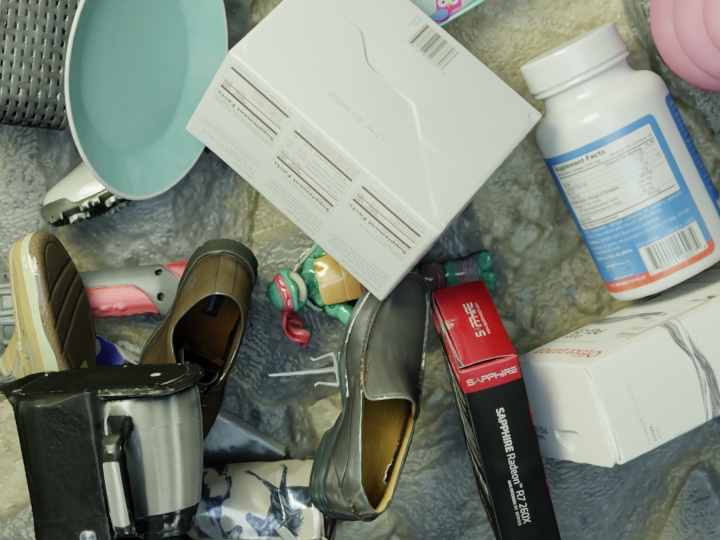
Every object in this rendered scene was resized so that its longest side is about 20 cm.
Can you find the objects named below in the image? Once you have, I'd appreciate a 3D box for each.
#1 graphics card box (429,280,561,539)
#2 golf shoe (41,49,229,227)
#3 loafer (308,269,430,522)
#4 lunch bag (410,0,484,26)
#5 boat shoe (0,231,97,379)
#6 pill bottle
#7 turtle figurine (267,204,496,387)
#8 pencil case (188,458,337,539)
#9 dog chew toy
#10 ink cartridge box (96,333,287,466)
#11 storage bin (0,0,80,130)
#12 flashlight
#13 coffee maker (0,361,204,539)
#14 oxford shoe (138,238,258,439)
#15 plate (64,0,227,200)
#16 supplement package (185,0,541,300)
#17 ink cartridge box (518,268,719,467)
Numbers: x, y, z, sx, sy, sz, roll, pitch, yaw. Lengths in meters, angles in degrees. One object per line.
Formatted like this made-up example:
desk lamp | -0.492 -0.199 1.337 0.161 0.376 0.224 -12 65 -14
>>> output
graphics card box | 0.106 0.122 1.625 0.051 0.126 0.201 -15 118 -3
golf shoe | -0.176 -0.108 1.661 0.200 0.077 0.088 -35 88 -6
loafer | 0.022 0.095 1.590 0.073 0.072 0.201 14 85 -29
lunch bag | 0.041 -0.290 1.605 0.160 0.077 0.200 -32 121 6
boat shoe | -0.248 0.066 1.629 0.076 0.072 0.201 -4 112 21
pill bottle | 0.205 -0.087 1.642 0.112 0.112 0.200 -26 95 2
turtle figurine | 0.000 0.000 1.656 0.199 0.101 0.150 -21 112 -14
pencil case | -0.116 0.193 1.646 0.199 0.090 0.078 -4 116 0
dog chew toy | 0.288 -0.195 1.586 0.124 0.200 0.125 0 96 -1
ink cartridge box | -0.167 0.135 1.702 0.200 0.037 0.095 32 96 -2
storage bin | -0.280 -0.182 1.573 0.093 0.200 0.136 4 97 -24
flashlight | -0.187 0.029 1.674 0.199 0.068 0.068 -7 111 0
coffee maker | -0.195 0.176 1.554 0.192 0.135 0.201 -1 97 34
oxford shoe | -0.134 0.078 1.619 0.072 0.085 0.201 13 120 -7
plate | -0.162 -0.153 1.547 0.026 0.200 0.201 10 97 30
supplement package | 0.002 -0.111 1.573 0.200 0.111 0.156 41 53 1
ink cartridge box | 0.236 0.070 1.612 0.199 0.146 0.083 -23 97 -19
